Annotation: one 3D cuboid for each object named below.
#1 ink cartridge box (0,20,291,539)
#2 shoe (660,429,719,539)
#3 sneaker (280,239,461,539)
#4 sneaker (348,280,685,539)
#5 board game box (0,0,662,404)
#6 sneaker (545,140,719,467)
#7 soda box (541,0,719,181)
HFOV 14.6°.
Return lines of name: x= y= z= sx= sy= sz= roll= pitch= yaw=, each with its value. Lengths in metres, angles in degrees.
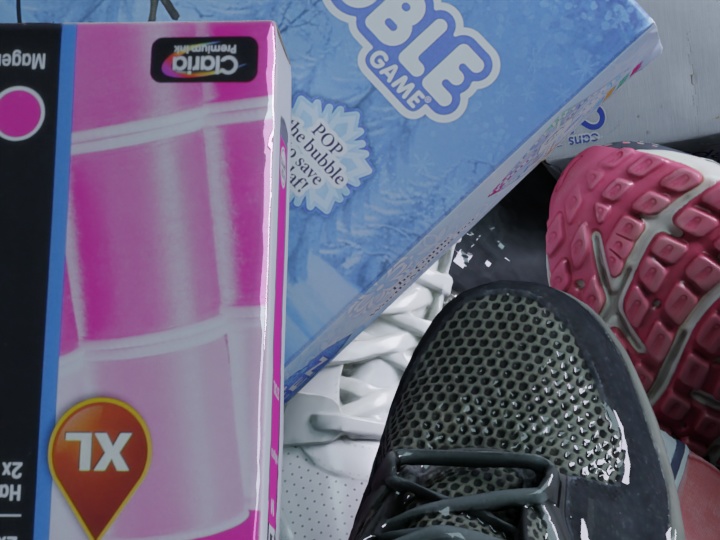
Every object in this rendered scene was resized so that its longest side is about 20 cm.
ink cartridge box: x=-0.065 y=0.043 z=0.619 sx=0.094 sy=0.037 sz=0.201 roll=0 pitch=77 yaw=5
shoe: x=0.077 y=0.122 z=0.696 sx=0.091 sy=0.072 sz=0.200 roll=28 pitch=39 yaw=0
sneaker: x=0.000 y=0.000 z=0.721 sx=0.074 sy=0.116 sz=0.200 roll=7 pitch=52 yaw=-30
sneaker: x=0.020 y=0.070 z=0.593 sx=0.076 sy=0.114 sz=0.200 roll=4 pitch=56 yaw=18
board game box: x=-0.066 y=-0.060 z=0.685 sx=0.200 sy=0.199 sz=0.043 roll=47 pitch=1 yaw=11
sneaker: x=0.130 y=0.021 z=0.816 sx=0.200 sy=0.081 sz=0.075 roll=32 pitch=27 yaw=-28
soda box: x=0.085 y=-0.122 z=0.855 sx=0.063 sy=0.068 sz=0.200 roll=41 pitch=42 yaw=-68
